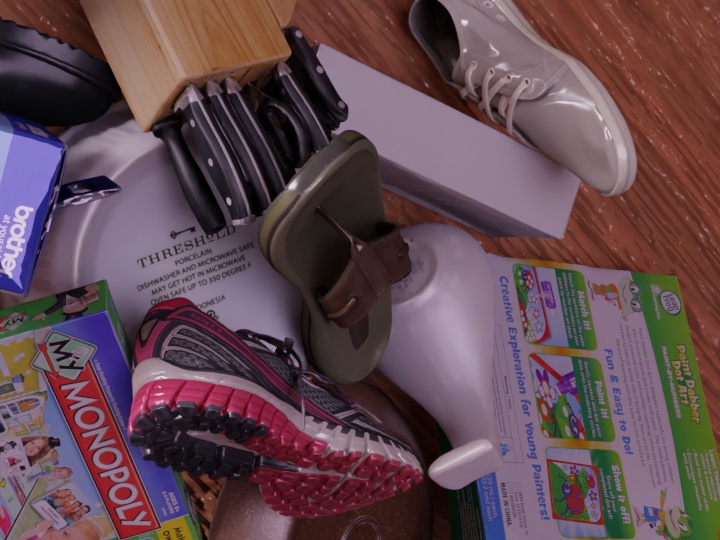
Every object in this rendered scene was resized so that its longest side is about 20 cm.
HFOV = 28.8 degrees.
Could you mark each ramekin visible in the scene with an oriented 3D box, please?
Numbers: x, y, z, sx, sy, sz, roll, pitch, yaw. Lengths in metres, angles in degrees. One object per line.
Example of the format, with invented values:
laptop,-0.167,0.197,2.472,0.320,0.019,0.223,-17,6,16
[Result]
ramekin,-0.101,0.000,0.807,0.201,0.094,0.204,-2,95,-26

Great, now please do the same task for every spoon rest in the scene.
spoon rest,0.045,0.050,0.844,0.099,0.201,0.061,-26,135,11

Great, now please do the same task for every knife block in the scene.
knife block,-0.098,-0.116,0.729,0.199,0.064,0.176,27,57,-18

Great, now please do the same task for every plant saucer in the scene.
plant saucer,-0.012,0.166,0.854,0.200,0.037,0.202,-11,105,-50

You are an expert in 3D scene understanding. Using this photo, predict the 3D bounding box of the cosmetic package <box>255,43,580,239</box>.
cosmetic package,0.035,-0.077,0.877,0.199,0.082,0.051,23,84,-27

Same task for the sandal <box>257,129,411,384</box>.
sandal,0.001,0.000,0.736,0.080,0.057,0.201,-47,151,-19

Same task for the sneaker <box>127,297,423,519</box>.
sneaker,-0.037,0.076,0.746,0.200,0.080,0.075,33,39,-44

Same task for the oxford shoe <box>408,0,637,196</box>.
oxford shoe,0.095,-0.112,0.862,0.058,0.200,0.075,-24,147,-24

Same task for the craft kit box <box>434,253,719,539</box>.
craft kit box,0.140,0.090,0.915,0.196,0.049,0.201,6,62,-24

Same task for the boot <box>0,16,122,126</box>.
boot,-0.240,-0.063,0.746,0.197,0.073,0.163,17,83,-19

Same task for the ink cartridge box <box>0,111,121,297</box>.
ink cartridge box,-0.216,-0.048,0.649,0.199,0.136,0.077,17,95,-21

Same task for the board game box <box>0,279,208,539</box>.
board game box,-0.169,0.107,0.748,0.134,0.029,0.201,-15,126,-1
